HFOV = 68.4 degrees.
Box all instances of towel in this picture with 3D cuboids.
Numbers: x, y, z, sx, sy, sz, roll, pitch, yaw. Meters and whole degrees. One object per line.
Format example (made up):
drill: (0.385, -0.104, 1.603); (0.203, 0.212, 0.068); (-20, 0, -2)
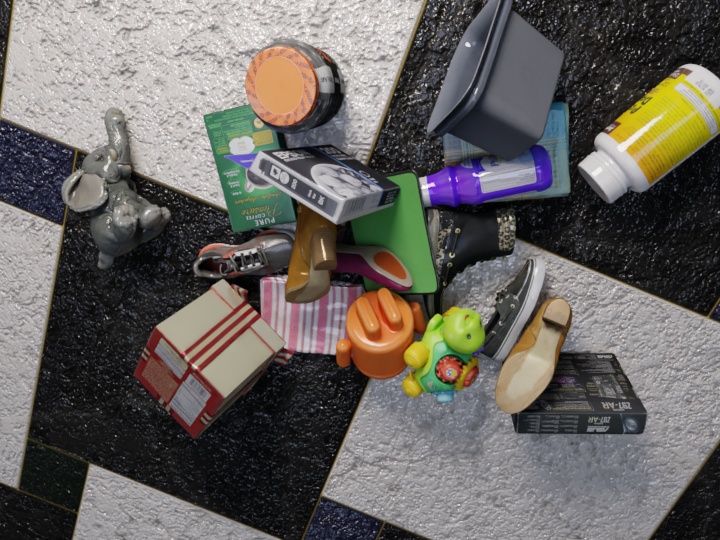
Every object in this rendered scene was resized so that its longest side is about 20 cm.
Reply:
towel: (0.234, -0.185, 0.856); (0.196, 0.022, 0.149); (-4, 106, 10)
towel: (-0.089, 0.088, 0.976); (0.196, 0.030, 0.149); (6, 109, 4)

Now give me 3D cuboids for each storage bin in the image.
storage bin: (0.196, -0.259, 0.761); (0.133, 0.145, 0.202); (27, 69, -13)

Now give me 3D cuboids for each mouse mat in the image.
mouse mat: (0.048, -0.055, 0.876); (0.159, 0.007, 0.203); (-2, 106, 41)

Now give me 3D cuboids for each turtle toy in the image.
turtle toy: (0.148, 0.136, 0.872); (0.100, 0.145, 0.202); (31, 141, 30)

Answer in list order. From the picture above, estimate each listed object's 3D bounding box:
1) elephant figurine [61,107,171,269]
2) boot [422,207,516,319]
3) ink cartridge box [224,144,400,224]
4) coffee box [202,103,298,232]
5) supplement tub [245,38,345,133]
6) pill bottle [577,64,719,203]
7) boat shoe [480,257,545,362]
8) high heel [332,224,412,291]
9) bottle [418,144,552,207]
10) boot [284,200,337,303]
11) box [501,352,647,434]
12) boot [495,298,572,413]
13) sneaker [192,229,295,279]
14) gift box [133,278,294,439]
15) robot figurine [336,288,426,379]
elephant figurine: (-0.428, -0.139, 0.906); (0.201, 0.155, 0.141); (54, 149, -1)
boot: (0.178, -0.012, 0.891); (0.151, 0.074, 0.207); (-5, 119, -3)
ink cartridge box: (-0.062, -0.145, 0.781); (0.198, 0.198, 0.044); (31, 115, 16)
coffee box: (-0.179, -0.173, 0.894); (0.121, 0.044, 0.203); (-10, 106, 10)
supplement tub: (-0.092, -0.266, 0.772); (0.120, 0.200, 0.125); (2, 109, 5)
pill bottle: (0.428, -0.194, 0.783); (0.199, 0.109, 0.109); (-41, 100, 16)
boat shoe: (0.255, 0.066, 0.911); (0.056, 0.069, 0.203); (19, 111, 0)
high heel: (0.000, 0.000, 0.891); (0.199, 0.067, 0.097); (37, 130, 28)
bottle: (0.190, -0.141, 0.822); (0.197, 0.084, 0.066); (-10, 114, 13)
boot: (-0.084, -0.041, 0.876); (0.070, 0.146, 0.201); (2, 153, -23)
box: (0.349, 0.202, 0.892); (0.196, 0.161, 0.044); (-2, 116, 6)
boot: (0.289, 0.140, 0.870); (0.070, 0.144, 0.203); (29, 89, 21)
sneaker: (-0.201, -0.015, 0.928); (0.197, 0.082, 0.078); (-13, 106, 11)
gift box: (-0.240, 0.142, 0.909); (0.185, 0.187, 0.200); (47, 128, 1)
robot figurine: (0.037, 0.112, 0.901); (0.115, 0.145, 0.201); (23, 151, 18)
